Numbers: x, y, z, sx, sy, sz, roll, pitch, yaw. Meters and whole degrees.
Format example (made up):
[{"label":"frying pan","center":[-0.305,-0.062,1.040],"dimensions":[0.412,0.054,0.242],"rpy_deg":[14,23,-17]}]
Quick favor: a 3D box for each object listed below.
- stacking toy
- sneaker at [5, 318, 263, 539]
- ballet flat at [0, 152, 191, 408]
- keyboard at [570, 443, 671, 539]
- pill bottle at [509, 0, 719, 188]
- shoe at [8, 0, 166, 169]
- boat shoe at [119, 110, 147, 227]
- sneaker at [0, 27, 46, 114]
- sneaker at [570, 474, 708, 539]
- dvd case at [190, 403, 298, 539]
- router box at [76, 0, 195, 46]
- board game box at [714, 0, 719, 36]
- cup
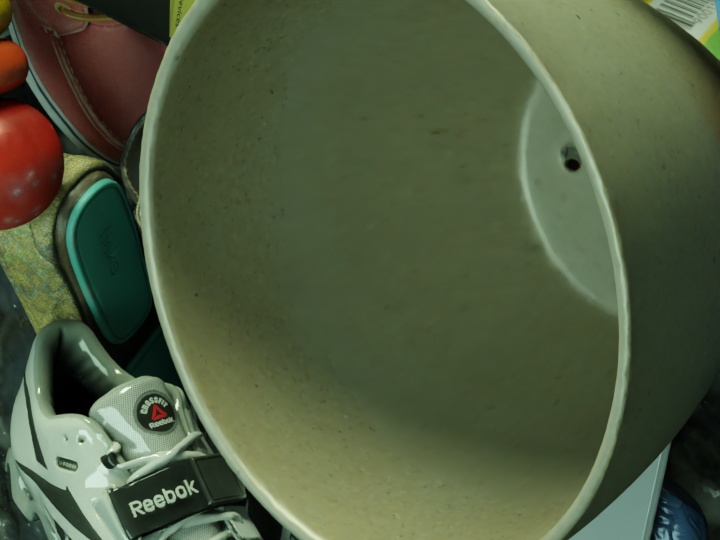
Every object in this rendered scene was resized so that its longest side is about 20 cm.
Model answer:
[{"label":"stacking toy","center":[-0.172,-0.112,0.990],"dimensions":[0.085,0.085,0.201],"rpy_deg":[-15,99,38]},{"label":"sneaker","center":[-0.084,0.093,0.987],"dimensions":[0.200,0.074,0.089],"rpy_deg":[41,138,37]},{"label":"ballet flat","center":[-0.117,0.026,1.094],"dimensions":[0.071,0.071,0.200],"rpy_deg":[15,139,30]},{"label":"keyboard","center":[0.079,0.120,0.936],"dimensions":[0.056,0.011,0.201],"rpy_deg":[21,111,30]},{"label":"pill bottle","center":[0.061,-0.074,0.923],"dimensions":[0.200,0.111,0.111],"rpy_deg":[26,121,25]},{"label":"shoe","center":[-0.112,-0.125,1.014],"dimensions":[0.091,0.071,0.201],"rpy_deg":[-138,29,-66]},{"label":"boat shoe","center":[-0.046,-0.032,0.964],"dimensions":[0.200,0.073,0.075],"rpy_deg":[25,95,53]},{"label":"sneaker","center":[-0.186,-0.157,1.089],"dimensions":[0.081,0.074,0.201],"rpy_deg":[-2,112,59]},{"label":"sneaker","center":[0.068,0.098,1.006],"dimensions":[0.200,0.085,0.077],"rpy_deg":[-5,94,47]},{"label":"dvd case","center":[-0.039,0.120,1.054],"dimensions":[0.150,0.025,0.200],"rpy_deg":[-121,28,-43]},{"label":"router box","center":[-0.030,-0.172,0.873],"dimensions":[0.157,0.052,0.201],"rpy_deg":[29,115,39]},{"label":"board game box","center":[0.178,-0.090,0.778],"dimensions":[0.056,0.200,0.196],"rpy_deg":[0,108,33]},{"label":"cup","center":[0.048,-0.016,0.782],"dimensions":[0.200,0.143,0.201],"rpy_deg":[16,114,41]}]
